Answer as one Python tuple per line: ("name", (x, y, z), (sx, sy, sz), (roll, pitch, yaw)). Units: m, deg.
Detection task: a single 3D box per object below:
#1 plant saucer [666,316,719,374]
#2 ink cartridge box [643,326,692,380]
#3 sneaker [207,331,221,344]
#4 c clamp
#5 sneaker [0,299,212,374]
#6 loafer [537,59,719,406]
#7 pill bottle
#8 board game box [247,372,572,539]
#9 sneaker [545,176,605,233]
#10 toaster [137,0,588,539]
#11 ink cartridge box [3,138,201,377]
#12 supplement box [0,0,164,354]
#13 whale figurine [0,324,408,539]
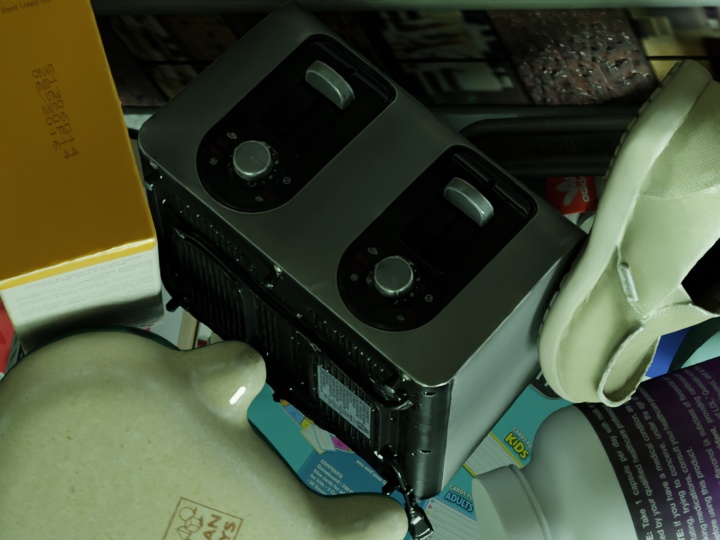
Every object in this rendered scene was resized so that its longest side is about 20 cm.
("plant saucer", (0.241, 0.032, 1.316), (0.199, 0.036, 0.200), (-11, 149, -6))
("ink cartridge box", (0.127, 0.031, 1.420), (0.094, 0.044, 0.200), (19, 156, -28))
("sneaker", (-0.060, 0.046, 1.468), (0.092, 0.076, 0.200), (-16, 150, 20))
("c clamp", (0.134, -0.006, 1.185), (0.199, 0.027, 0.171), (7, 141, 39))
("sneaker", (-0.169, 0.073, 1.544), (0.199, 0.116, 0.078), (4, 157, 10))
("loafer", (0.129, 0.000, 1.111), (0.068, 0.076, 0.200), (33, 145, 16))
("pill bottle", (0.158, 0.103, 1.234), (0.199, 0.113, 0.113), (-17, 160, -8))
("board game box", (0.016, 0.088, 1.333), (0.151, 0.200, 0.047), (39, 154, -4))
("sneaker", (0.137, -0.034, 1.217), (0.093, 0.071, 0.200), (6, 162, -7))
("toaster", (0.000, 0.000, 1.191), (0.181, 0.119, 0.200), (40, 162, 15))
("ink cartridge box", (-0.139, 0.050, 1.363), (0.075, 0.201, 0.165), (15, 157, -13))
("supplement box", (-0.139, -0.042, 1.171), (0.073, 0.127, 0.200), (-16, 170, -6))
("whale figurine", (-0.080, 0.101, 1.209), (0.199, 0.160, 0.104), (20, -167, -6))
